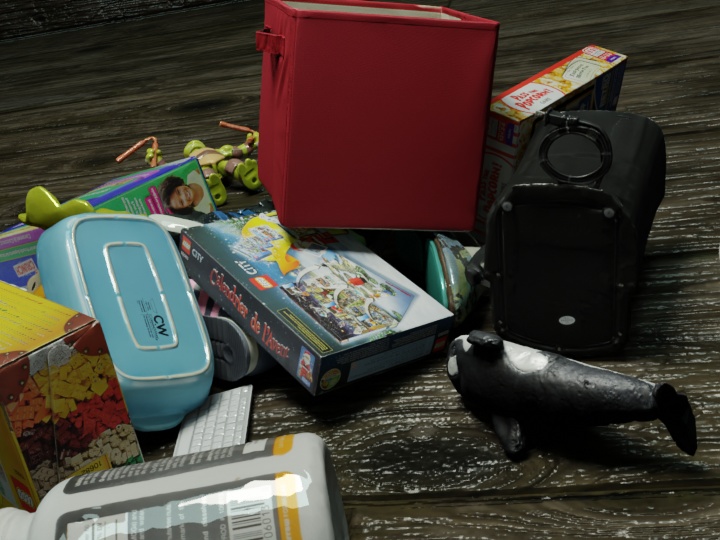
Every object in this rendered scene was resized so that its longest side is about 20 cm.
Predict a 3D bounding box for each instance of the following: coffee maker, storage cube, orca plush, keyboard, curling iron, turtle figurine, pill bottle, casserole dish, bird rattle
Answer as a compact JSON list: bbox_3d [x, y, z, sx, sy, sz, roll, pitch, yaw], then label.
[{"bbox_3d":[0.184,-0.058,0.806,0.134,0.192,0.200,25,35,7],"label":"coffee maker"},{"bbox_3d":[0.004,-0.144,0.897,0.200,0.180,0.171,0,19,-13],"label":"storage cube"},{"bbox_3d":[0.126,0.096,0.677,0.200,0.071,0.105,15,-10,38],"label":"orca plush"},{"bbox_3d":[-0.110,0.140,0.720,0.056,0.011,0.200,-10,23,3],"label":"keyboard"},{"bbox_3d":[0.000,0.000,0.924,0.050,0.026,0.200,-36,22,42],"label":"curling iron"},{"bbox_3d":[-0.206,-0.135,1.317,0.200,0.065,0.161,-13,30,-25],"label":"turtle figurine"},{"bbox_3d":[-0.107,0.160,0.540,0.200,0.117,0.116,-11,23,1],"label":"pill bottle"},{"bbox_3d":[-0.179,0.028,0.791,0.121,0.200,0.039,-1,-31,-40],"label":"casserole dish"},{"bbox_3d":[-0.243,0.035,0.887,0.113,0.200,0.163,8,-32,-44],"label":"bird rattle"}]

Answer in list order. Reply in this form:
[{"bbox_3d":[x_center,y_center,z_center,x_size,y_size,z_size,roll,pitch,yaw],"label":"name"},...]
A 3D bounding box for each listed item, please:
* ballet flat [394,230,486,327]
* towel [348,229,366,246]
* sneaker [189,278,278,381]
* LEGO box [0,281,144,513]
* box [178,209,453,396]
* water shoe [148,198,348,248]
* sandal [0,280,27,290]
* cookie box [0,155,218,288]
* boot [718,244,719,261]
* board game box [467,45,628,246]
[{"bbox_3d":[0.082,-0.010,0.901,0.074,0.074,0.200,-14,25,-5],"label":"ballet flat"},{"bbox_3d":[-0.111,-0.016,1.060,0.200,0.031,0.149,-17,26,-18],"label":"towel"},{"bbox_3d":[-0.126,0.043,0.890,0.082,0.070,0.200,-14,26,-37],"label":"sneaker"},{"bbox_3d":[-0.246,0.094,0.712,0.077,0.149,0.200,-30,30,-36],"label":"LEGO box"},{"bbox_3d":[-0.041,0.015,0.829,0.136,0.038,0.200,-15,39,-37],"label":"box"},{"bbox_3d":[-0.110,-0.029,0.971,0.200,0.072,0.079,12,49,-4],"label":"water shoe"},{"bbox_3d":[-0.381,0.036,1.025,0.202,0.082,0.050,8,73,35],"label":"sandal"},{"bbox_3d":[-0.286,-0.046,1.101,0.171,0.075,0.200,-8,20,44],"label":"cookie box"},{"bbox_3d":[0.362,-0.034,0.836,0.200,0.073,0.090,-11,15,-18],"label":"boot"},{"bbox_3d":[0.181,-0.117,0.984,0.046,0.152,0.200,28,41,30],"label":"board game box"}]
